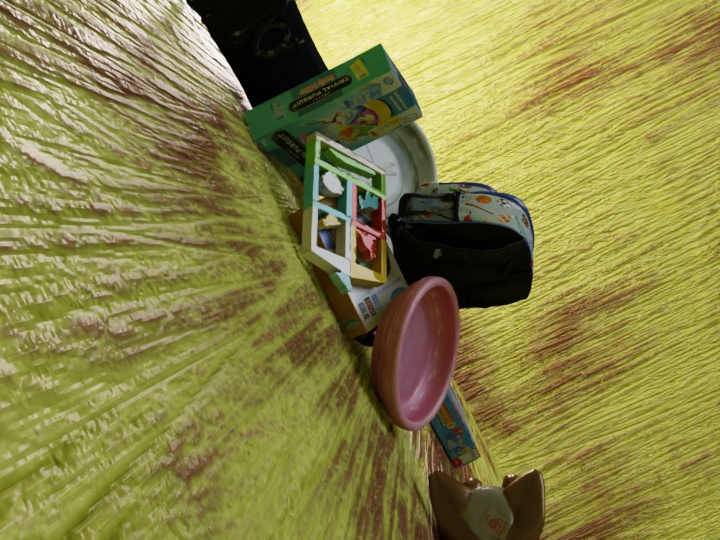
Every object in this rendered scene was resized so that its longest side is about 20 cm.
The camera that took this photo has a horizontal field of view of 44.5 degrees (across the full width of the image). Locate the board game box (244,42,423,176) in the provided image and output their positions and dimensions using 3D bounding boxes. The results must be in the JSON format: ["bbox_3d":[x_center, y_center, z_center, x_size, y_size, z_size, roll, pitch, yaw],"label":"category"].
[{"bbox_3d":[-0.031,-0.207,1.175,0.151,0.199,0.047,32,35,-67],"label":"board game box"}]

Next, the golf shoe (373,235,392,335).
[{"bbox_3d":[0.023,0.015,1.365,0.092,0.075,0.201,-85,161,-60],"label":"golf shoe"}]

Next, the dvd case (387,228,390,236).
[{"bbox_3d":[0.015,-0.074,1.459,0.025,0.151,0.200,32,-6,20],"label":"dvd case"}]

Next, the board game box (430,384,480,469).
[{"bbox_3d":[0.153,0.249,1.724,0.196,0.056,0.200,62,6,-27],"label":"board game box"}]

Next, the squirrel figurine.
[{"bbox_3d":[0.171,0.361,1.116,0.187,0.141,0.201,76,7,-59],"label":"squirrel figurine"}]

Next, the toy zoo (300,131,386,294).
[{"bbox_3d":[-0.018,-0.062,1.111,0.131,0.020,0.201,23,57,-40],"label":"toy zoo"}]

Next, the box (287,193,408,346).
[{"bbox_3d":[-0.004,-0.004,1.145,0.119,0.041,0.201,-31,94,-49],"label":"box"}]

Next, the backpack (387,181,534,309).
[{"bbox_3d":[0.148,-0.030,1.222,0.201,0.189,0.155,78,23,-45],"label":"backpack"}]

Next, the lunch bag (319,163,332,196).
[{"bbox_3d":[-0.030,-0.213,1.393,0.176,0.081,0.201,-2,95,-67],"label":"lunch bag"}]

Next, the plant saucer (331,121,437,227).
[{"bbox_3d":[0.027,-0.157,1.327,0.050,0.200,0.201,-19,-80,50],"label":"plant saucer"}]

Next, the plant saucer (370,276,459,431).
[{"bbox_3d":[0.069,0.105,1.142,0.200,0.051,0.202,-30,125,-56],"label":"plant saucer"}]

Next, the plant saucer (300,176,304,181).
[{"bbox_3d":[-0.104,-0.211,1.484,0.200,0.036,0.201,-25,90,-85],"label":"plant saucer"}]

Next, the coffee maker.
[{"bbox_3d":[-0.122,-0.283,1.169,0.200,0.134,0.193,57,15,-59],"label":"coffee maker"}]
